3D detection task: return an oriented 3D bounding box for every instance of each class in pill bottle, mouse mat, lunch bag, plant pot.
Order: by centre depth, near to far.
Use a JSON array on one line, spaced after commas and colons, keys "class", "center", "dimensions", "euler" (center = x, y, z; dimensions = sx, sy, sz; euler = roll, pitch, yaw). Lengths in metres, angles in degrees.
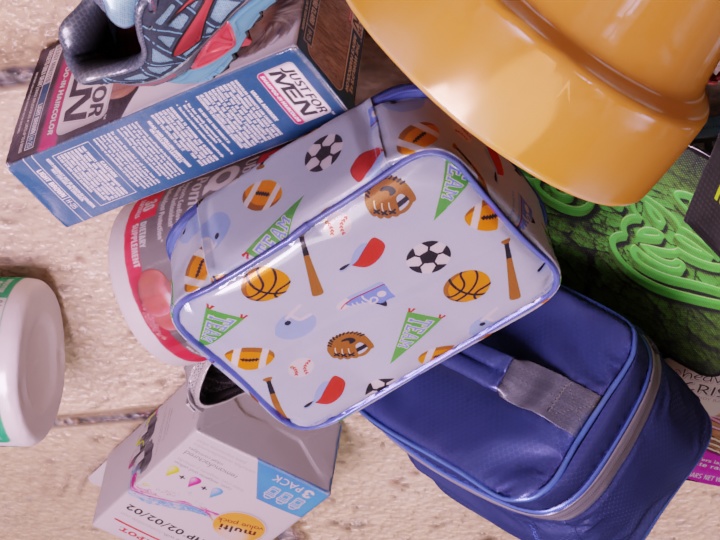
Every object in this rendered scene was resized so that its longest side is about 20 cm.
[{"class": "plant pot", "center": [0.115, -0.165, 0.858], "dimensions": [0.199, 0.201, 0.184], "euler": [29, 117, -22]}, {"class": "lunch bag", "center": [0.000, 0.000, 0.989], "dimensions": [0.199, 0.076, 0.160], "euler": [-29, 134, 19]}, {"class": "mouse mat", "center": [0.142, -0.032, 1.054], "dimensions": [0.199, 0.008, 0.162], "euler": [29, 142, 15]}, {"class": "lunch bag", "center": [0.091, 0.072, 1.091], "dimensions": [0.199, 0.136, 0.132], "euler": [26, 165, 43]}, {"class": "pill bottle", "center": [-0.044, -0.019, 1.101], "dimensions": [0.199, 0.111, 0.111], "euler": [-18, 133, 27]}, {"class": "pill bottle", "center": [-0.309, 0.060, 1.234], "dimensions": [0.198, 0.114, 0.114], "euler": [1, 139, 8]}]

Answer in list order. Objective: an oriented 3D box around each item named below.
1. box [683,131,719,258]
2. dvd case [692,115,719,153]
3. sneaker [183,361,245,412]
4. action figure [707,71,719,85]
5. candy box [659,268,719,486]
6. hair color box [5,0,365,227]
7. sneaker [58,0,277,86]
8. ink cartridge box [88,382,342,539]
[{"class": "box", "center": [0.267, -0.109, 0.908], "dimensions": [0.199, 0.048, 0.194], "euler": [-25, 151, -28]}, {"class": "dvd case", "center": [0.173, -0.012, 1.139], "dimensions": [0.145, 0.022, 0.201], "euler": [-6, 136, 16]}, {"class": "sneaker", "center": [-0.033, 0.041, 1.187], "dimensions": [0.199, 0.082, 0.075], "euler": [-26, 129, 30]}, {"class": "action figure", "center": [0.213, -0.112, 0.965], "dimensions": [0.065, 0.099, 0.201], "euler": [-11, 133, 19]}, {"class": "candy box", "center": [0.248, 0.058, 1.144], "dimensions": [0.135, 0.061, 0.201], "euler": [10, 139, -1]}, {"class": "hair color box", "center": [-0.096, -0.105, 1.019], "dimensions": [0.199, 0.101, 0.061], "euler": [-19, 133, 27]}, {"class": "sneaker", "center": [-0.084, -0.145, 0.866], "dimensions": [0.095, 0.080, 0.200], "euler": [-18, 158, -37]}, {"class": "ink cartridge box", "center": [-0.117, 0.159, 1.348], "dimensions": [0.115, 0.068, 0.200], "euler": [28, 136, -21]}]
